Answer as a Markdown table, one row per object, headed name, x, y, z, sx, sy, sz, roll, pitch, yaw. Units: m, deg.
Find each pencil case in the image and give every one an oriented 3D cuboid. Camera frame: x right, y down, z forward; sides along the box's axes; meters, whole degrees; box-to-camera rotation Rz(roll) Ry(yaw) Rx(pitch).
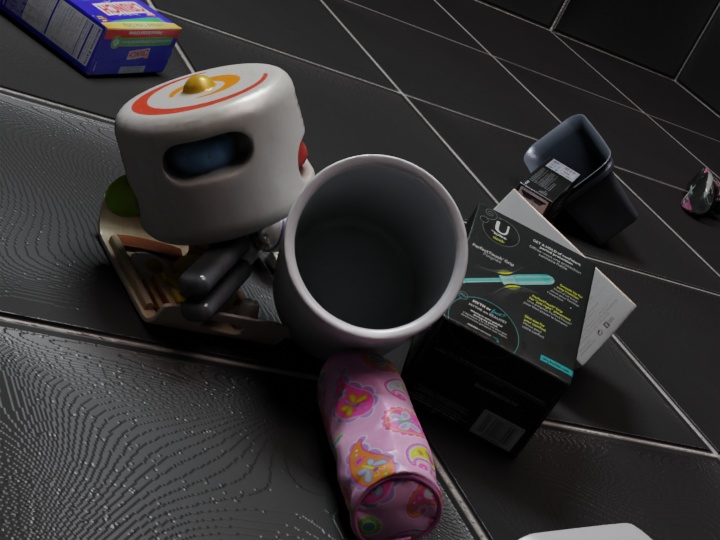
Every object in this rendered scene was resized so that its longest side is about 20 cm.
| name | x | y | z | sx | sy | sz | roll | pitch | yaw |
| --- | --- | --- | --- | --- | --- | --- | --- | --- | --- |
| pencil case | 0.014 | 0.153 | 1.195 | 0.087 | 0.088 | 0.201 | 19 | 23 | -22 |

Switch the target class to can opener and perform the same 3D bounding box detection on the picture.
| name | x | y | z | sx | sy | sz | roll | pitch | yaw |
| --- | --- | --- | --- | --- | --- | --- | --- | --- | --- |
| can opener | -0.134 | -0.010 | 1.307 | 0.065 | 0.053 | 0.200 | 1 | 24 | 12 |

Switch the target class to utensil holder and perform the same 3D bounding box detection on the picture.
| name | x | y | z | sx | sy | sz | roll | pitch | yaw |
| --- | --- | --- | --- | --- | --- | --- | --- | --- | --- |
| utensil holder | 0.000 | 0.000 | 1.300 | 0.168 | 0.171 | 0.200 | 27 | -16 | -2 |

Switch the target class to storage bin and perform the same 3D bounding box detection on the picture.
| name | x | y | z | sx | sy | sz | roll | pitch | yaw |
| --- | --- | --- | --- | --- | --- | --- | --- | --- | --- |
| storage bin | 0.360 | -0.134 | 2.206 | 0.135 | 0.145 | 0.201 | 49 | 12 | -26 |

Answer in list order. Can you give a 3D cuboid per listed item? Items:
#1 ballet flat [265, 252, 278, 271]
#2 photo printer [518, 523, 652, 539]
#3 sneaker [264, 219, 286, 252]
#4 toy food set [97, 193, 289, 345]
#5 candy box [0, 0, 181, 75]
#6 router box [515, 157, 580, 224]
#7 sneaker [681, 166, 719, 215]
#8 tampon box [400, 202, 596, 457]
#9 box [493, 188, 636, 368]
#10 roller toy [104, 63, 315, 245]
| name | x | y | z | sx | sy | sz | roll | pitch | yaw |
| --- | --- | --- | --- | --- | --- | --- | --- | --- | --- |
| ballet flat | -0.035 | -0.036 | 1.576 | 0.072 | 0.072 | 0.199 | 39 | 25 | 26 |
| photo printer | 0.212 | 0.291 | 1.145 | 0.198 | 0.070 | 0.166 | 6 | 31 | -44 |
| sneaker | -0.168 | -0.076 | 1.507 | 0.113 | 0.074 | 0.200 | -1 | 25 | -45 |
| toy food set | -0.167 | -0.005 | 1.352 | 0.142 | 0.061 | 0.200 | 12 | 27 | -36 |
| candy box | -0.372 | -0.347 | 1.837 | 0.199 | 0.078 | 0.169 | 37 | 23 | 18 |
| router box | 0.217 | -0.056 | 1.802 | 0.052 | 0.159 | 0.200 | 31 | 21 | 10 |
| sneaker | 0.702 | -0.147 | 2.708 | 0.086 | 0.081 | 0.200 | 40 | 28 | 1 |
| tampon box | 0.144 | 0.059 | 1.421 | 0.149 | 0.127 | 0.201 | 27 | 40 | -3 |
| box | 0.220 | 0.014 | 1.624 | 0.200 | 0.098 | 0.124 | 44 | -2 | 7 |
| roller toy | -0.140 | -0.122 | 1.315 | 0.181 | 0.141 | 0.199 | 8 | 31 | 42 |
